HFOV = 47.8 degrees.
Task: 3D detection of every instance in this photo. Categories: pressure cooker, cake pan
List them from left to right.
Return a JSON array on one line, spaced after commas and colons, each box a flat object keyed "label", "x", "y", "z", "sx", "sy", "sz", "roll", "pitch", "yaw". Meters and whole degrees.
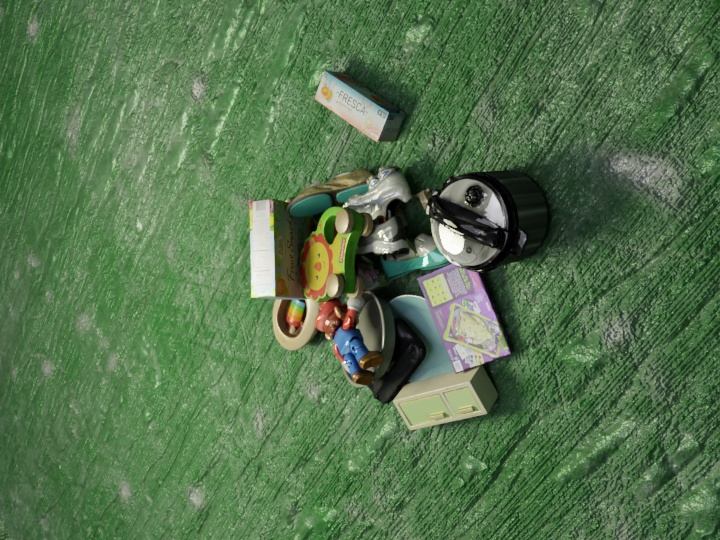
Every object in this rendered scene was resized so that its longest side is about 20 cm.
[{"label": "cake pan", "x": 0.014, "y": 0.142, "z": 1.697, "sx": 0.200, "sy": 0.036, "sz": 0.203, "roll": -23, "pitch": 63, "yaw": 59}, {"label": "pressure cooker", "x": 0.221, "y": -0.092, "z": 1.451, "sx": 0.175, "sy": 0.199, "sz": 0.181, "roll": -23, "pitch": 82, "yaw": 39}]

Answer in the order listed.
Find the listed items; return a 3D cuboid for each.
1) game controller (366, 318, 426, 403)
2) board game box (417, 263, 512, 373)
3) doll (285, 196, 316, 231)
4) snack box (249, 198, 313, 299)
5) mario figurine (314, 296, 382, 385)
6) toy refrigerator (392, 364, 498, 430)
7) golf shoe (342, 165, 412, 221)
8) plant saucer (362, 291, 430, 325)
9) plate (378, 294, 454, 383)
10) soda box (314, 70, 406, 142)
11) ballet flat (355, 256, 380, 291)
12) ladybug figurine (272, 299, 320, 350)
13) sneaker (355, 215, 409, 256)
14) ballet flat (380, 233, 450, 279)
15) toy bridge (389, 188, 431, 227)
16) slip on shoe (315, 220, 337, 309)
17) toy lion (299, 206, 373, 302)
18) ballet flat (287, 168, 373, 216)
[{"label": "game controller", "x": 0.064, "y": 0.191, "z": 1.698, "sx": 0.105, "sy": 0.042, "sz": 0.201, "roll": 56, "pitch": 134, "yaw": 27}, {"label": "board game box", "x": 0.201, "y": 0.085, "z": 1.566, "sx": 0.119, "sy": 0.032, "sz": 0.202, "roll": -22, "pitch": 89, "yaw": 23}, {"label": "doll", "x": -0.114, "y": -0.065, "z": 1.834, "sx": 0.201, "sy": 0.048, "sz": 0.137, "roll": 53, "pitch": 130, "yaw": 17}, {"label": "snack box", "x": -0.164, "y": -0.041, "z": 1.727, "sx": 0.067, "sy": 0.168, "sz": 0.203, "roll": -5, "pitch": 84, "yaw": 26}, {"label": "mario figurine", "x": -0.011, "y": 0.132, "z": 1.656, "sx": 0.123, "sy": 0.106, "sz": 0.201, "roll": -39, "pitch": 52, "yaw": 7}, {"label": "toy refrigerator", "x": 0.166, "y": 0.256, "z": 1.618, "sx": 0.199, "sy": 0.070, "sz": 0.076, "roll": -21, "pitch": 104, "yaw": 39}, {"label": "golf shoe", "x": 0.026, "y": -0.122, "z": 1.660, "sx": 0.200, "sy": 0.078, "sz": 0.098, "roll": -44, "pitch": 71, "yaw": 37}, {"label": "plant saucer", "x": 0.081, "y": 0.090, "z": 1.714, "sx": 0.198, "sy": 0.019, "sz": 0.071, "roll": -13, "pitch": 88, "yaw": 39}, {"label": "plate", "x": 0.123, "y": 0.142, "z": 1.665, "sx": 0.198, "sy": 0.025, "sz": 0.203, "roll": 16, "pitch": 117, "yaw": 33}, {"label": "soda box", "x": -0.003, "y": -0.343, "z": 1.690, "sx": 0.200, "sy": 0.063, "sz": 0.069, "roll": 39, "pitch": 119, "yaw": 28}, {"label": "ballet flat", "x": 0.000, "y": 0.000, "z": 1.719, "sx": 0.200, "sy": 0.070, "sz": 0.070, "roll": -127, "pitch": 42, "yaw": -68}, {"label": "ladybug figurine", "x": -0.132, "y": 0.088, "z": 1.856, "sx": 0.135, "sy": 0.072, "sz": 0.202, "roll": 38, "pitch": 119, "yaw": 29}, {"label": "sneaker", "x": 0.022, "y": -0.069, "z": 1.642, "sx": 0.199, "sy": 0.073, "sz": 0.081, "roll": -4, "pitch": 90, "yaw": 48}, {"label": "ballet flat", "x": 0.114, "y": -0.034, "z": 1.628, "sx": 0.199, "sy": 0.067, "sz": 0.071, "roll": -17, "pitch": 113, "yaw": 42}, {"label": "toy bridge", "x": 0.074, "y": -0.119, "z": 1.682, "sx": 0.199, "sy": 0.027, "sz": 0.068, "roll": -34, "pitch": 73, "yaw": 39}, {"label": "slip on shoe", "x": -0.076, "y": -0.013, "z": 1.745, "sx": 0.074, "sy": 0.060, "sz": 0.203, "roll": 180, "pitch": 94, "yaw": -65}, {"label": "toy lion", "x": -0.062, "y": -0.031, "z": 1.645, "sx": 0.191, "sy": 0.068, "sz": 0.203, "roll": 20, "pitch": 103, "yaw": 54}, {"label": "ballet flat", "x": -0.063, "y": -0.167, "z": 1.711, "sx": 0.198, "sy": 0.071, "sz": 0.072, "roll": -17, "pitch": 84, "yaw": -3}]
